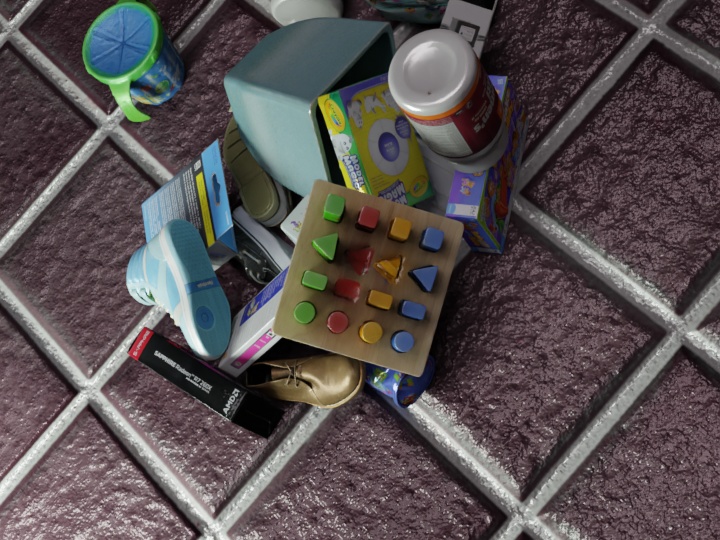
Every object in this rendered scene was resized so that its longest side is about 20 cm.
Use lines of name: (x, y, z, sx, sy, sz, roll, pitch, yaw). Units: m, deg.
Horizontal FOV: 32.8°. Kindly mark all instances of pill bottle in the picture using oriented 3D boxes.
pill bottle: (-0.078, -0.480, 1.873, 0.112, 0.113, 0.202, -5, 70, 19)
pill bottle: (0.114, -0.200, 1.494, 0.108, 0.200, 0.111, -8, 68, 19)

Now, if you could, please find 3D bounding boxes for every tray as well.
tray: (0.077, -0.140, 1.667, 0.199, 0.022, 0.108, 29, 81, -16)

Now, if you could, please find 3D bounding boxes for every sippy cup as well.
sippy cup: (-0.344, -0.329, 1.913, 0.139, 0.130, 0.179, 30, 83, 28)

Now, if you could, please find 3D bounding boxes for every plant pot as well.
plant pot: (-0.075, -0.235, 1.709, 0.199, 0.197, 0.197, 21, 54, 29)

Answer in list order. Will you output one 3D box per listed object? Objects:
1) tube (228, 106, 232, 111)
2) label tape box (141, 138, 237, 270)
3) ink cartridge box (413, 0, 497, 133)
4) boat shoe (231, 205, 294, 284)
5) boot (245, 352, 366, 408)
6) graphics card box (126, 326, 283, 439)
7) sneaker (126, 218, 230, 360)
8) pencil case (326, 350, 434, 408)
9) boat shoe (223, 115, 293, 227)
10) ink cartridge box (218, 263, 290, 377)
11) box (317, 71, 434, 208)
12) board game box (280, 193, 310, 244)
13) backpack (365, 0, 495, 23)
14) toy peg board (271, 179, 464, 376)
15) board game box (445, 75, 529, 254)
tube: (-0.105, -0.283, 1.848, 0.198, 0.058, 0.053, -8, 94, 22)
label tape box: (-0.231, -0.076, 1.771, 0.199, 0.063, 0.146, -33, 59, 38)
ink cartridge box: (0.129, -0.286, 1.675, 0.066, 0.116, 0.201, 17, 49, 2)
boat shoe: (-0.133, -0.013, 1.758, 0.071, 0.072, 0.200, -52, 51, 6)
boot: (-0.076, 0.144, 1.625, 0.199, 0.075, 0.074, -11, 73, 45)
graphics card box: (-0.213, 0.155, 1.689, 0.199, 0.125, 0.051, 30, 83, 28)
sneaker: (-0.258, 0.043, 1.703, 0.130, 0.079, 0.202, -27, 75, 37)
pencil case: (0.006, 0.100, 1.646, 0.199, 0.087, 0.078, 34, 60, 27)
boat shoe: (-0.149, -0.148, 1.806, 0.074, 0.068, 0.202, -27, 58, 21)
ink cartridge box: (-0.120, 0.057, 1.635, 0.200, 0.037, 0.095, -44, 24, 42)
box: (0.026, -0.147, 1.589, 0.048, 0.117, 0.202, -7, 105, 45)
board game box: (0.000, 0.000, 1.649, 0.200, 0.148, 0.064, 40, 86, 28)
backpack: (0.095, -0.438, 1.783, 0.198, 0.126, 0.169, 1, 75, 25)
toy peg board: (0.011, 0.008, 1.490, 0.197, 0.098, 0.202, 16, 88, -1)
board game box: (0.173, -0.140, 1.639, 0.044, 0.134, 0.202, 7, 74, 23)
